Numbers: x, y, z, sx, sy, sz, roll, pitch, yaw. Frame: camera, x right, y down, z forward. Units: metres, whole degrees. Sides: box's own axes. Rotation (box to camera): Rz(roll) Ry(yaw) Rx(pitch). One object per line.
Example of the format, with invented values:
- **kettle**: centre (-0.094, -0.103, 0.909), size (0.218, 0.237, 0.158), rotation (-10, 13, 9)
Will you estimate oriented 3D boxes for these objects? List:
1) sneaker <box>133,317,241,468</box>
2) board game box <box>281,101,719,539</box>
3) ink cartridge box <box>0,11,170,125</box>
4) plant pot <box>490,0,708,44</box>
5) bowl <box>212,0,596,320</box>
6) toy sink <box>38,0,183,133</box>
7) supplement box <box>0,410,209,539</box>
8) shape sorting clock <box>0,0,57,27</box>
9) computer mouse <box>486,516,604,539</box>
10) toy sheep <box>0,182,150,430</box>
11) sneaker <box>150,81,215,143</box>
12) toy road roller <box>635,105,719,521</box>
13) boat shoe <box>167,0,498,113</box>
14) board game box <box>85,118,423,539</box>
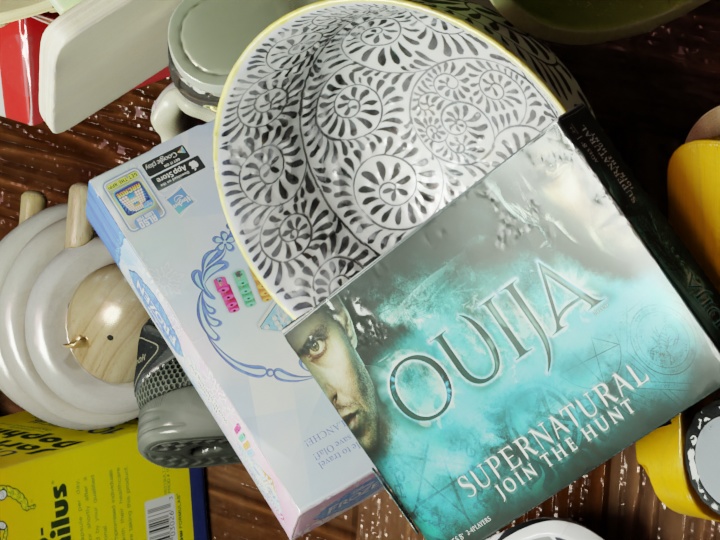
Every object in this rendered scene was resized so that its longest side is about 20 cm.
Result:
- **sneaker**: centre (-0.017, 0.035, 1.510), size (0.076, 0.198, 0.115), rotation (111, 155, -68)
- **board game box**: centre (0.067, 0.032, 1.332), size (0.200, 0.028, 0.136), rotation (-38, 86, 39)
- **ink cartridge box**: centre (-0.182, -0.136, 1.645), size (0.199, 0.116, 0.068), rotation (19, 120, 39)
- **plant pot**: centre (0.090, -0.238, 1.355), size (0.190, 0.199, 0.201), rotation (52, 129, 36)
- **bowl**: centre (0.040, -0.053, 1.389), size (0.200, 0.094, 0.202), rotation (14, 125, 22)
- **toy sink**: centre (-0.102, -0.181, 1.481), size (0.112, 0.200, 0.130), rotation (52, 165, 11)
- **supplement box**: centre (-0.191, 0.145, 1.659), size (0.109, 0.200, 0.110), rotation (4, 102, 41)
- **shape sorting clock**: centre (-0.197, -0.184, 1.609), size (0.199, 0.200, 0.039), rotation (19, 133, 38)
- **computer mouse**: centre (0.065, 0.181, 1.535), size (0.110, 0.044, 0.200), rotation (47, 125, -10)
- **toy sheep**: centre (-0.152, 0.022, 1.654), size (0.200, 0.137, 0.139), rotation (175, 84, -71)
- **sneaker**: centre (-0.065, -0.019, 1.587), size (0.081, 0.088, 0.201), rotation (-21, 85, 42)
- **toy road roller**: centre (0.166, 0.015, 1.363), size (0.146, 0.123, 0.201), rotation (8, 105, 42)
- **boat shoe**: centre (0.003, -0.124, 1.464), size (0.061, 0.200, 0.072), rotation (106, 151, -74)
- **board game box**: centre (0.000, 0.000, 1.465), size (0.199, 0.199, 0.043), rotation (56, 160, 19)
